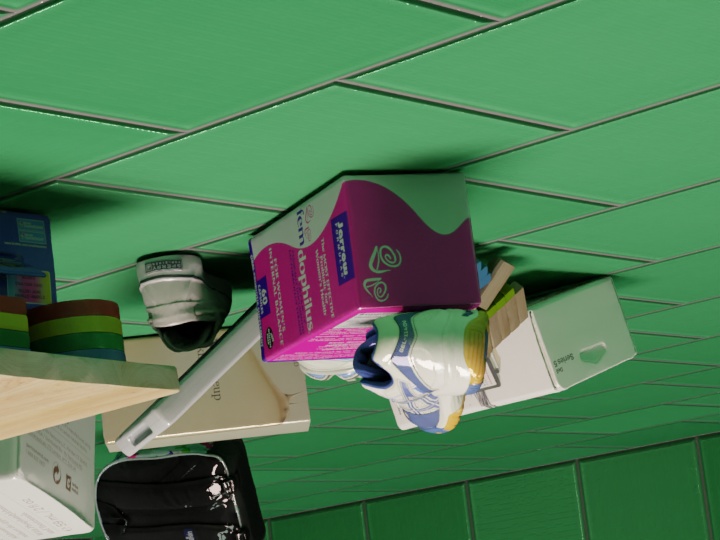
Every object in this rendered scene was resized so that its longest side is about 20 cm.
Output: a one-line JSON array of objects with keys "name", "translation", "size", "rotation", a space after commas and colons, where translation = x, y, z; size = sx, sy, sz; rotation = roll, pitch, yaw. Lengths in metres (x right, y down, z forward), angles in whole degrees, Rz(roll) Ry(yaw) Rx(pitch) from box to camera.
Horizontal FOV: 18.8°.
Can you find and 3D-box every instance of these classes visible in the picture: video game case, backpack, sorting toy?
[{"name": "video game case", "translation": [-0.115, 0.069, 1.811], "size": [0.200, 0.023, 0.182], "rotation": [-44, -177, -20]}, {"name": "backpack", "translation": [-0.231, 0.288, 2.761], "size": [0.200, 0.178, 0.151], "rotation": [-9, -161, 14]}, {"name": "sorting toy", "translation": [-0.264, 0.065, 1.489], "size": [0.200, 0.070, 0.199], "rotation": [-16, 165, 31]}]

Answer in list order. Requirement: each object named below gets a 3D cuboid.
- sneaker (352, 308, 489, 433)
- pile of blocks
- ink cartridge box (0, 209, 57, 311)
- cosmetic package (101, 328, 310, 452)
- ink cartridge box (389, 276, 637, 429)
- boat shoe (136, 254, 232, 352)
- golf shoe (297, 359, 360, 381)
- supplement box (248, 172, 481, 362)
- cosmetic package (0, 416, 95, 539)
[{"name": "sneaker", "translation": [0.037, 0.065, 1.571], "size": [0.088, 0.075, 0.200], "rotation": [5, 161, -3]}, {"name": "pile of blocks", "translation": [0.078, 0.008, 1.868], "size": [0.062, 0.082, 0.200], "rotation": [37, -177, 31]}, {"name": "ink cartridge box", "translation": [-0.308, 0.004, 1.527], "size": [0.200, 0.076, 0.136], "rotation": [-17, 165, 37]}, {"name": "cosmetic package", "translation": [-0.153, 0.113, 2.111], "size": [0.200, 0.104, 0.073], "rotation": [-7, 169, -4]}, {"name": "ink cartridge box", "translation": [0.139, 0.079, 2.077], "size": [0.200, 0.084, 0.145], "rotation": [-18, -178, 41]}, {"name": "boat shoe", "translation": [-0.143, 0.036, 1.809], "size": [0.072, 0.066, 0.200], "rotation": [-7, 169, -1]}, {"name": "golf shoe", "translation": [0.022, 0.052, 1.992], "size": [0.200, 0.078, 0.097], "rotation": [-16, 155, 17]}, {"name": "supplement box", "translation": [0.000, 0.000, 1.622], "size": [0.103, 0.101, 0.200], "rotation": [-2, 167, -25]}, {"name": "cosmetic package", "translation": [-0.350, 0.140, 1.875], "size": [0.200, 0.167, 0.167], "rotation": [-10, 155, 14]}]
